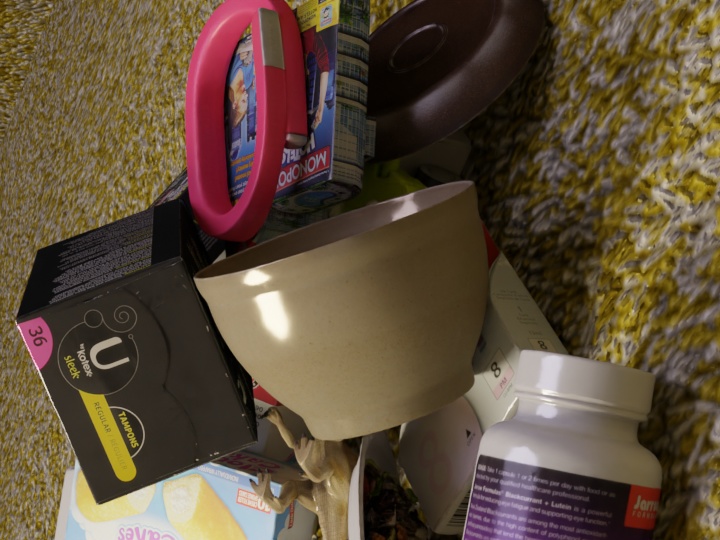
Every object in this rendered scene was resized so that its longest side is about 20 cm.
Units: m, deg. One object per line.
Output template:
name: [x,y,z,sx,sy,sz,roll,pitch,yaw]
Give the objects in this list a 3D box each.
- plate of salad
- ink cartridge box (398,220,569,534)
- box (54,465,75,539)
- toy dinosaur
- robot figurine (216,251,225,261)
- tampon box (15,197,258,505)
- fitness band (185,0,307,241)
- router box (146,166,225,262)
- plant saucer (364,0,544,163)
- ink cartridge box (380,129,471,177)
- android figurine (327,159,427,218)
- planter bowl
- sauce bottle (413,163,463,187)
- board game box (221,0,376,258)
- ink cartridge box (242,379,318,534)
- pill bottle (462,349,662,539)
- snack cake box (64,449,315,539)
plate of salad: [0.029,0.205,1.106,0.200,0.048,0.200,-7,-90,-80]
ink cartridge box: [0.068,0.066,1.148,0.200,0.057,0.163,58,134,41]
box: [-0.208,0.302,1.562,0.200,0.171,0.199,161,119,-65]
toy dinosaur: [-0.025,0.155,1.119,0.058,0.101,0.200,-23,52,31]
robot figurine: [-0.130,0.012,1.532,0.200,0.150,0.125,57,-157,-72]
tampon box: [-0.163,0.052,1.159,0.200,0.126,0.150,-112,1,-74]
fitness band: [-0.090,-0.121,1.199,0.144,0.037,0.200,-35,52,53]
router box: [-0.126,-0.068,1.371,0.200,0.062,0.150,-50,12,-18]
plant saucer: [0.052,-0.167,1.236,0.200,0.032,0.200,-27,33,19]
ink cartridge box: [0.005,-0.060,1.359,0.146,0.084,0.200,-118,45,-57]
android figurine: [0.000,0.000,1.223,0.182,0.041,0.200,4,85,49]
planter bowl: [0.003,0.033,1.065,0.200,0.200,0.135,-1,110,68]
sauce bottle: [0.033,0.011,1.281,0.065,0.065,0.200,-119,46,-59]
board game box: [-0.049,-0.094,1.214,0.200,0.062,0.200,-15,71,56]
ink cartridge box: [-0.108,0.135,1.370,0.145,0.145,0.200,20,104,25]
pill bottle: [0.118,0.153,0.932,0.111,0.111,0.200,180,101,-68]
snack cake box: [-0.138,0.197,1.269,0.200,0.067,0.115,13,97,27]
